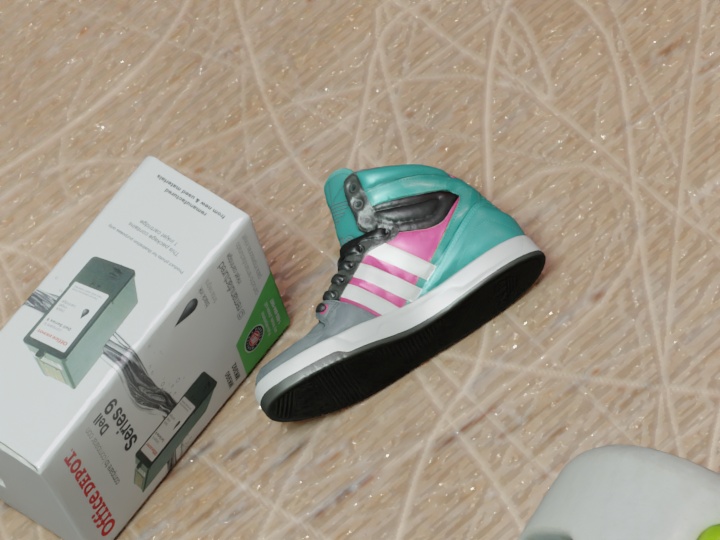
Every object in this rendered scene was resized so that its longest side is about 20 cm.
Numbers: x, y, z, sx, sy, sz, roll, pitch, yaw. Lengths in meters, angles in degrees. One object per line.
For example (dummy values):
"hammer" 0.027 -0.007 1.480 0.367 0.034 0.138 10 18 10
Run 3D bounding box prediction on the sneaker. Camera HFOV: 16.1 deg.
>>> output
"sneaker" 0.000 0.000 1.568 0.200 0.084 0.121 -30 65 -15

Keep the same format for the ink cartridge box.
"ink cartridge box" -0.144 0.056 1.531 0.084 0.146 0.200 31 71 23

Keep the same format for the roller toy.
"roller toy" 0.161 0.198 1.373 0.182 0.200 0.140 21 66 31
